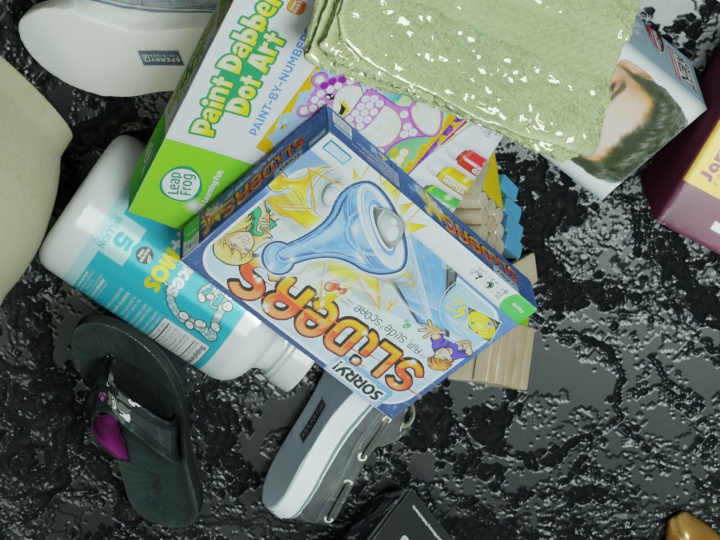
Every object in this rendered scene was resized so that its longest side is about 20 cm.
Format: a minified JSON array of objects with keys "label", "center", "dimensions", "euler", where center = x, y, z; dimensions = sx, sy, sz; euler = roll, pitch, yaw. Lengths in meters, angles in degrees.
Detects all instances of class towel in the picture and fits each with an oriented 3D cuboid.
[{"label":"towel","center":[0.072,-0.160,0.969],"dimensions":[0.200,0.036,0.149],"euler":[19,88,-18]}]

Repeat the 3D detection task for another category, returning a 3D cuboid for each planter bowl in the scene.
[{"label":"planter bowl","center":[-0.279,-0.082,1.088],"dimensions":[0.200,0.200,0.135],"euler":[43,80,-11]}]

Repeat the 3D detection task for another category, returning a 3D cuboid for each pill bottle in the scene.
[{"label":"pill bottle","center":[-0.115,0.002,1.138],"dimensions":[0.200,0.111,0.111],"euler":[34,107,-9]}]

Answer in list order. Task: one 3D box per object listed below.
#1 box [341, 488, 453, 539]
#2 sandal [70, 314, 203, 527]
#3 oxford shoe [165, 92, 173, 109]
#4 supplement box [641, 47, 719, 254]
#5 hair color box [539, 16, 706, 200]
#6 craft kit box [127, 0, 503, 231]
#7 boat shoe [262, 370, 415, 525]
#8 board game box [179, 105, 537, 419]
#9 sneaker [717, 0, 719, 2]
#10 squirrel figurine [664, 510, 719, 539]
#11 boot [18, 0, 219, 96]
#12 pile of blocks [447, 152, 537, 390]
[{"label":"box","center":[0.041,0.288,1.208],"dimensions":[0.200,0.158,0.050],"euler":[52,143,-13]},{"label":"sandal","center":[-0.160,0.119,1.182],"dimensions":[0.075,0.048,0.201],"euler":[-1,126,20]},{"label":"oxford shoe","center":[-0.042,-0.124,1.109],"dimensions":[0.200,0.075,0.071],"euler":[-24,106,10]},{"label":"supplement box","center":[0.311,-0.057,1.101],"dimensions":[0.200,0.103,0.131],"euler":[26,110,-6]},{"label":"hair color box","center":[0.121,-0.144,1.069],"dimensions":[0.200,0.061,0.099],"euler":[34,120,-24]},{"label":"craft kit box","center":[-0.021,-0.089,1.042],"dimensions":[0.197,0.049,0.200],"euler":[21,125,-16]},{"label":"boat shoe","center":[0.003,0.108,1.195],"dimensions":[0.066,0.070,0.200],"euler":[24,106,-24]},{"label":"board game box","center":[0.000,0.000,1.063],"dimensions":[0.135,0.034,0.200],"euler":[-39,121,22]},{"label":"sneaker","center":[0.234,-0.207,1.061],"dimensions":[0.200,0.087,0.075],"euler":[12,107,-3]},{"label":"squirrel figurine","center":[0.265,0.312,1.185],"dimensions":[0.200,0.187,0.142],"euler":[38,106,-10]},{"label":"boot","center":[-0.131,-0.169,1.107],"dimensions":[0.200,0.090,0.073],"euler":[10,136,26]},{"label":"pile of blocks","center":[0.077,-0.010,1.157],"dimensions":[0.062,0.082,0.200],"euler":[2,105,36]}]
